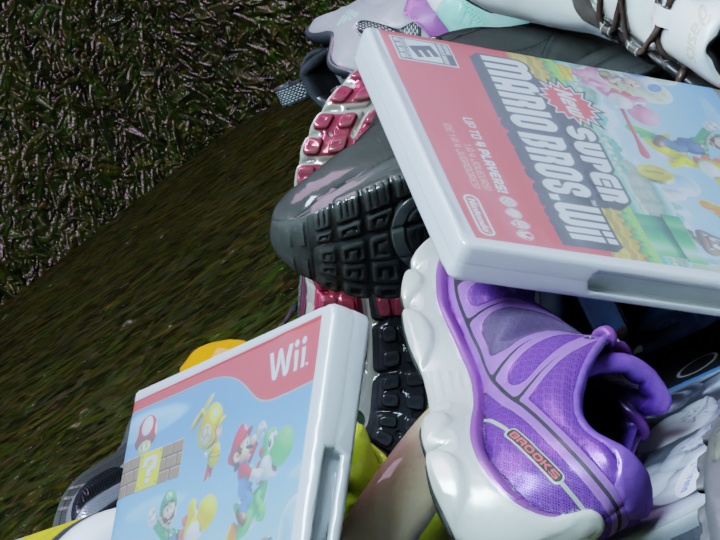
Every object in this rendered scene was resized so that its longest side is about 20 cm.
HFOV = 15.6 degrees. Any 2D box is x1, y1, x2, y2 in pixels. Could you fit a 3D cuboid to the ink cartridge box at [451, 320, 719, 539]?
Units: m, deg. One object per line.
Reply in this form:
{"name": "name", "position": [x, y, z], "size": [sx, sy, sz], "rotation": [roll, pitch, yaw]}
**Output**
{"name": "ink cartridge box", "position": [0.082, 0.091, 0.976], "size": [0.200, 0.043, 0.198], "rotation": [-31, 9, 29]}

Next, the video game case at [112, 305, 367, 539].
{"name": "video game case", "position": [-0.055, 0.123, 0.950], "size": [0.143, 0.017, 0.201], "rotation": [-25, 50, 51]}

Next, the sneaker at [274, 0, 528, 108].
{"name": "sneaker", "position": [0.018, -0.125, 1.339], "size": [0.140, 0.078, 0.200], "rotation": [-33, 6, 13]}

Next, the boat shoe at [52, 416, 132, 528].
{"name": "boat shoe", "position": [-0.113, 0.129, 1.480], "size": [0.074, 0.065, 0.202], "rotation": [-10, 22, 18]}

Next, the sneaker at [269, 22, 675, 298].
{"name": "sneaker", "position": [0.039, -0.056, 1.138], "size": [0.199, 0.091, 0.076], "rotation": [-25, -39, -27]}

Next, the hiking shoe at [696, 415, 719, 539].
{"name": "hiking shoe", "position": [0.147, 0.081, 0.725], "size": [0.100, 0.076, 0.200], "rotation": [-21, 22, 23]}

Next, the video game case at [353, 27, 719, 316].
{"name": "video game case", "position": [0.106, -0.033, 0.989], "size": [0.143, 0.199, 0.018], "rotation": [-112, 37, -50]}

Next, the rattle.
{"name": "rattle", "position": [-0.032, 0.090, 1.008], "size": [0.130, 0.143, 0.200], "rotation": [-43, -3, 31]}

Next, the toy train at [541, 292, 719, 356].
{"name": "toy train", "position": [0.094, 0.012, 1.103], "size": [0.114, 0.087, 0.200], "rotation": [-29, -11, 3]}

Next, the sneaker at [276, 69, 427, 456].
{"name": "sneaker", "position": [0.000, 0.000, 1.216], "size": [0.080, 0.201, 0.075], "rotation": [11, 3, -4]}

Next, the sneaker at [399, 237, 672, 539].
{"name": "sneaker", "position": [0.066, 0.045, 0.928], "size": [0.083, 0.081, 0.200], "rotation": [-21, 28, 7]}

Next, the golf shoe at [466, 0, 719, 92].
{"name": "golf shoe", "position": [0.126, -0.120, 1.089], "size": [0.199, 0.078, 0.095], "rotation": [5, 29, 13]}

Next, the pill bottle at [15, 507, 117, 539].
{"name": "pill bottle", "position": [-0.132, 0.168, 1.110], "size": [0.112, 0.112, 0.200], "rotation": [-40, 10, -36]}

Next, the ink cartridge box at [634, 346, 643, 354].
{"name": "ink cartridge box", "position": [0.121, -0.056, 1.307], "size": [0.200, 0.145, 0.147], "rotation": [-39, 9, -35]}

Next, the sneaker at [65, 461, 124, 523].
{"name": "sneaker", "position": [-0.098, 0.128, 1.377], "size": [0.200, 0.074, 0.088], "rotation": [-24, -32, -53]}
